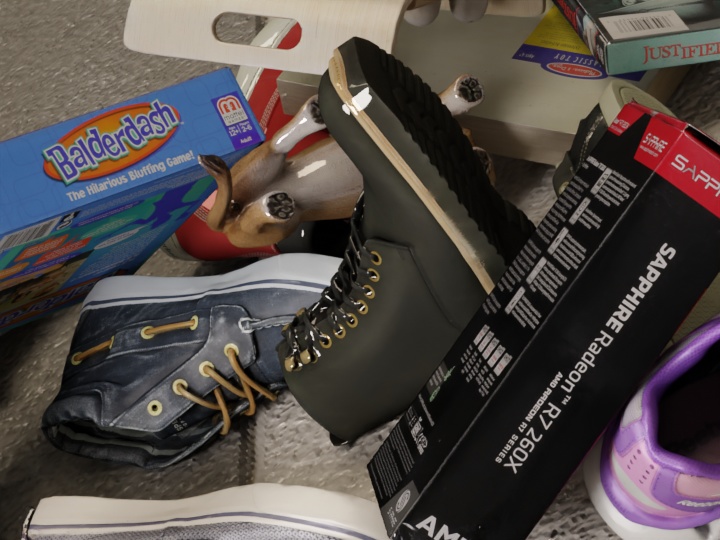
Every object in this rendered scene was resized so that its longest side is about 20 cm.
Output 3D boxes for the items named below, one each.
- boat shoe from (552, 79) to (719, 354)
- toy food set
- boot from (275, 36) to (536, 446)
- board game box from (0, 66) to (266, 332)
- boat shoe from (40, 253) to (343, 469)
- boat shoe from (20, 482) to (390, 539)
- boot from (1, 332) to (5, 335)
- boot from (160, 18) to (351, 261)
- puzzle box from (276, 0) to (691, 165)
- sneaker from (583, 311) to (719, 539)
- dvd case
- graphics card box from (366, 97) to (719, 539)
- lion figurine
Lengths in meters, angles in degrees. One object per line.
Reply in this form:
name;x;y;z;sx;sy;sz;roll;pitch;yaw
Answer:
boat shoe;0.128;-0.006;1.130;0.068;0.072;0.200;-44;29;25
toy food set;-0.008;-0.129;1.244;0.143;0.061;0.200;8;16;24
boot;0.000;0.000;1.098;0.138;0.200;0.078;-26;36;16
board game box;-0.154;-0.021;1.207;0.152;0.045;0.200;-22;-10;-33
boat shoe;-0.066;0.051;1.217;0.200;0.071;0.091;-6;51;35
boat shoe;-0.070;0.150;1.074;0.200;0.075;0.093;-7;57;32
boot;-0.215;0.032;1.378;0.200;0.074;0.096;-40;36;0
boot;-0.011;-0.080;1.357;0.144;0.072;0.200;4;50;41
puzzle box;0.072;-0.114;1.307;0.200;0.025;0.133;13;45;28
sneaker;0.176;0.032;0.974;0.200;0.088;0.081;-38;71;-6
dvd case;0.169;-0.159;1.302;0.146;0.022;0.200;-9;28;-9
graphics card box;0.081;0.028;1.003;0.200;0.051;0.125;-54;9;4
lion figurine;-0.011;-0.043;1.187;0.200;0.073;0.122;-4;-14;-30
